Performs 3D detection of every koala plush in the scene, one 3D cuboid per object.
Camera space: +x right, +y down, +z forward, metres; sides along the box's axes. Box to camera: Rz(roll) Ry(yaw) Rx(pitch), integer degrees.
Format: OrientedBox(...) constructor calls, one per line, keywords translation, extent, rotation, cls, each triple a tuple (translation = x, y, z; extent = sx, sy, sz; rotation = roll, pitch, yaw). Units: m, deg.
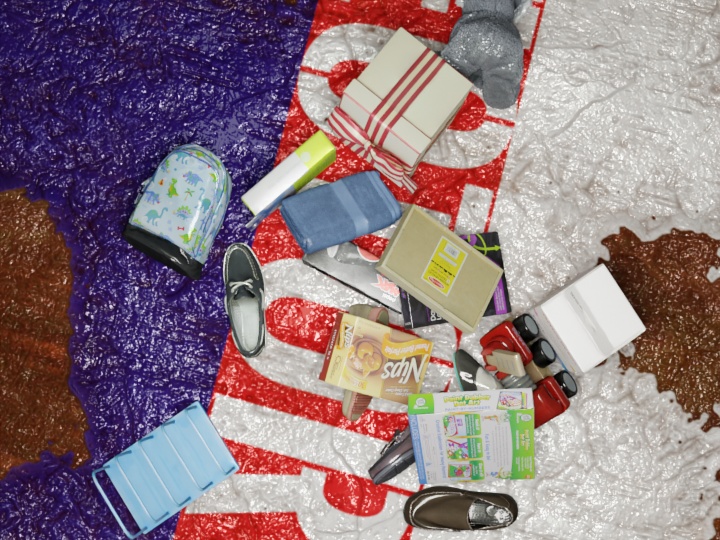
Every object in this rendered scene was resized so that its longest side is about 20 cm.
OrientedBox(translation=(0.217, -0.415, 1.711), extent=(0.175, 0.184, 0.203), rotation=(14, 70, -3), cls="koala plush")

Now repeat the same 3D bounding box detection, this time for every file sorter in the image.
OrientedBox(translation=(-0.329, 0.335, 1.675), extent=(0.199, 0.123, 0.140), rotation=(-34, 85, -1), cls="file sorter")

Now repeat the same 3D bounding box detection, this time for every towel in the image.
OrientedBox(translation=(-0.033, -0.099, 1.698), extent=(0.198, 0.049, 0.112), rotation=(-20, 66, -28), cls="towel")

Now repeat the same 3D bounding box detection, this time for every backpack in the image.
OrientedBox(translation=(-0.302, -0.115, 1.713), extent=(0.162, 0.154, 0.201), rotation=(29, 74, 10), cls="backpack")

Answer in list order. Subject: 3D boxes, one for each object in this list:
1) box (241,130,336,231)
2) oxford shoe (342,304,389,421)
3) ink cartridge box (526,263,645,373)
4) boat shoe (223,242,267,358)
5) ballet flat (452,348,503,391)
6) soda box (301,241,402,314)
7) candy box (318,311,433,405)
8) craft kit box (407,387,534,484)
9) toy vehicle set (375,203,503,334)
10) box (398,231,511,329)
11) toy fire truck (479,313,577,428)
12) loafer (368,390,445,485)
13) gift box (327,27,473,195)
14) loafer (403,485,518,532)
OrientedBox(translation=(-0.129, -0.151, 1.710), extent=(0.199, 0.122, 0.048), rotation=(-40, 89, -2), cls="box")
OrientedBox(translation=(-0.006, 0.157, 1.720), extent=(0.073, 0.071, 0.203), rotation=(12, 86, 28), cls="oxford shoe")
OrientedBox(translation=(0.369, 0.081, 1.640), extent=(0.124, 0.200, 0.129), rotation=(-34, 86, -2), cls="ink cartridge box")
OrientedBox(translation=(-0.198, 0.049, 1.725), extent=(0.074, 0.060, 0.203), rotation=(-14, 85, 0), cls="boat shoe")
OrientedBox(translation=(0.215, 0.227, 1.698), extent=(0.068, 0.068, 0.203), rotation=(-14, 92, 27), cls="ballet flat")
OrientedBox(translation=(0.000, 0.000, 1.724), extent=(0.198, 0.063, 0.071), rotation=(28, 86, 3), cls="soda box")
OrientedBox(translation=(0.029, 0.149, 1.654), extent=(0.055, 0.199, 0.117), rotation=(13, 84, 45), cls="candy box")
OrientedBox(translation=(0.181, 0.269, 1.599), extent=(0.194, 0.202, 0.049), rotation=(-2, 46, 8), cls="craft kit box")
OrientedBox(translation=(0.133, -0.002, 1.655), extent=(0.199, 0.026, 0.125), rotation=(35, 70, -14), cls="toy vehicle set")
OrientedBox(translation=(0.156, 0.016, 1.696), extent=(0.197, 0.036, 0.145), rotation=(-8, 85, -23), cls="box")
OrientedBox(translation=(0.262, 0.173, 1.618), extent=(0.128, 0.199, 0.177), rotation=(-36, 85, 31), cls="toy fire truck")
OrientedBox(translation=(0.089, 0.285, 1.705), extent=(0.199, 0.072, 0.063), rotation=(-36, 66, -8), cls="loafer")
OrientedBox(translation=(0.065, -0.255, 1.689), extent=(0.184, 0.200, 0.187), rotation=(37, 71, 8), cls="gift box")
OrientedBox(translation=(0.170, 0.403, 1.683), extent=(0.197, 0.071, 0.074), rotation=(-3, 85, 1), cls="loafer")
